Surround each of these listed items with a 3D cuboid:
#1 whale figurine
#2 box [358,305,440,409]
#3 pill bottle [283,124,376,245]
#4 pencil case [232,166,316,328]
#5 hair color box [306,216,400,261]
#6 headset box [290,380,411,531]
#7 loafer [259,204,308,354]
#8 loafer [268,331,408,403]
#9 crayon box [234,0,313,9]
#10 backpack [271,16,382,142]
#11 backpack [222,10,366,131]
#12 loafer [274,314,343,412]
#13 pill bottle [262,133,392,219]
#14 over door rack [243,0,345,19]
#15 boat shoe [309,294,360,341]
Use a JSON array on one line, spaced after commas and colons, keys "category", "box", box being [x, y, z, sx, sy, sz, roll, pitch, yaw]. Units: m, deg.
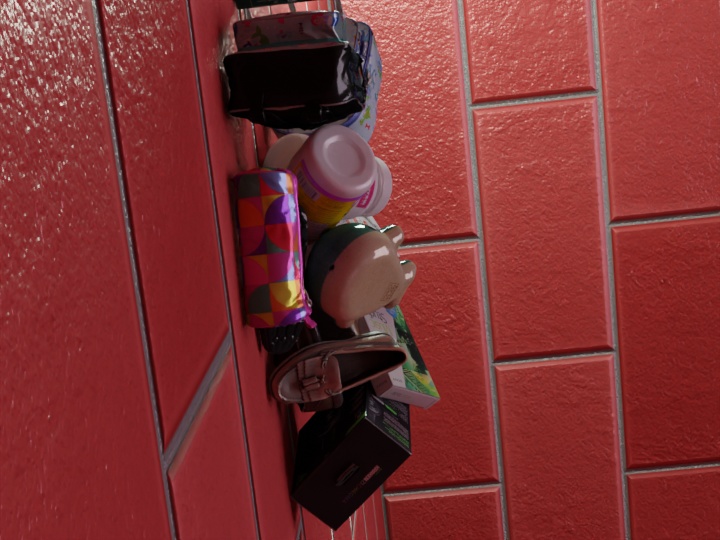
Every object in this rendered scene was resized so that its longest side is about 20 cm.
[{"category": "whale figurine", "box": [0.000, 0.000, 1.660, 0.160, 0.103, 0.199, -60, 153, 11]}, {"category": "box", "box": [0.039, 0.110, 1.870, 0.144, 0.036, 0.202, 22, 40, -54]}, {"category": "pill bottle", "box": [-0.065, -0.101, 1.636, 0.200, 0.103, 0.106, -44, -137, 51]}, {"category": "pencil case", "box": [-0.107, -0.026, 1.502, 0.088, 0.087, 0.203, -54, 136, -85]}, {"category": "hair color box", "box": [-0.034, -0.042, 1.906, 0.199, 0.064, 0.112, -5, 56, -57]}, {"category": "headset box", "box": [-0.013, 0.260, 1.813, 0.092, 0.174, 0.201, 38, 19, -14]}, {"category": "loafer", "box": [-0.107, 0.006, 1.597, 0.070, 0.067, 0.204, 21, -70, 54]}, {"category": "loafer", "box": [-0.027, 0.131, 1.661, 0.063, 0.198, 0.073, 18, -58, 59]}, {"category": "crayon box", "box": [-0.117, -0.465, 1.699, 0.052, 0.124, 0.203, 77, 8, -66]}, {"category": "backpack", "box": [-0.065, -0.286, 1.901, 0.147, 0.180, 0.203, 58, 32, -63]}, {"category": "backpack", "box": [-0.079, -0.251, 1.570, 0.200, 0.175, 0.153, 13, 74, -80]}, {"category": "loafer", "box": [-0.089, 0.113, 1.701, 0.202, 0.070, 0.073, 67, -14, -12]}, {"category": "pill bottle", "box": [-0.044, -0.135, 1.820, 0.199, 0.112, 0.115, 4, 79, -55]}, {"category": "over door rack", "box": [-0.094, -0.334, 1.726, 0.067, 0.145, 0.203, 51, 33, -74]}, {"category": "boat shoe", "box": [-0.033, 0.070, 1.766, 0.072, 0.074, 0.202, -81, 166, -46]}]
